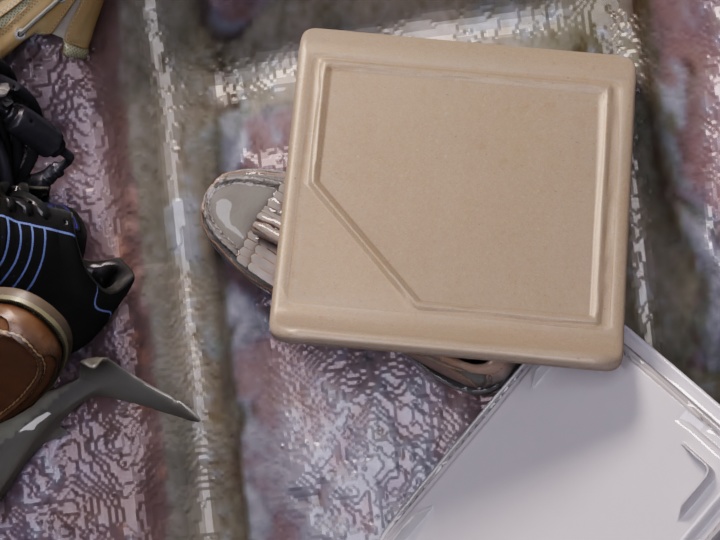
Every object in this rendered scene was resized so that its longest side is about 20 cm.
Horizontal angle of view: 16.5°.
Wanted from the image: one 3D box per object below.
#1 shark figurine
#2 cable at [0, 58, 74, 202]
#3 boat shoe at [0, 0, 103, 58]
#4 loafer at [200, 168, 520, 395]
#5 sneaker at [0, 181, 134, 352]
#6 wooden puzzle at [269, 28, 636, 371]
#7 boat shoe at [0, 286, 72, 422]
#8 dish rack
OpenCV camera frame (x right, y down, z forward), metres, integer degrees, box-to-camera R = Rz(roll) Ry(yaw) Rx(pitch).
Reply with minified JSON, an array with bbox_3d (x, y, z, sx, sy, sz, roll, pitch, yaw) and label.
[{"bbox_3d":[-0.198,0.128,1.367,0.214,0.128,0.090,-41,108,-16],"label":"shark figurine"},{"bbox_3d":[-0.261,-0.040,1.342,0.200,0.163,0.051,-39,45,3],"label":"cable"},{"bbox_3d":[-0.171,-0.153,1.386,0.200,0.072,0.076,-31,97,10],"label":"boat shoe"},{"bbox_3d":[0.000,0.000,1.350,0.200,0.063,0.072,30,89,8],"label":"loafer"},{"bbox_3d":[-0.199,-0.023,1.322,0.078,0.200,0.070,-45,47,-2],"label":"sneaker"},{"bbox_3d":[0.051,-0.038,1.327,0.184,0.037,0.201,5,61,1],"label":"wooden puzzle"},{"bbox_3d":[-0.224,0.074,1.314,0.072,0.200,0.068,42,47,-16],"label":"boat shoe"},{"bbox_3d":[0.104,0.130,1.299,0.200,0.044,0.172,-50,54,3],"label":"dish rack"}]
